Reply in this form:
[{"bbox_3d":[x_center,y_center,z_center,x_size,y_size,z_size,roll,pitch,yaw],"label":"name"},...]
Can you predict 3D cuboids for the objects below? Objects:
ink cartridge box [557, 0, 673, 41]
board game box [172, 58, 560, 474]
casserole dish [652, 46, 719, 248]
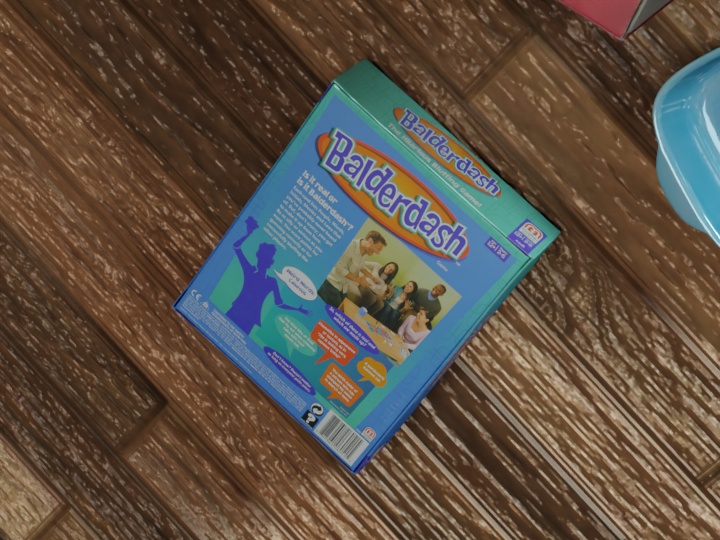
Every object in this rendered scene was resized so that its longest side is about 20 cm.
[{"bbox_3d":[0.089,-0.217,1.305,0.200,0.146,0.083,34,123,11],"label":"ink cartridge box"},{"bbox_3d":[0.000,0.000,1.517,0.152,0.045,0.200,43,126,6],"label":"board game box"},{"bbox_3d":[0.244,-0.080,1.349,0.200,0.039,0.121,-25,99,36],"label":"casserole dish"}]
